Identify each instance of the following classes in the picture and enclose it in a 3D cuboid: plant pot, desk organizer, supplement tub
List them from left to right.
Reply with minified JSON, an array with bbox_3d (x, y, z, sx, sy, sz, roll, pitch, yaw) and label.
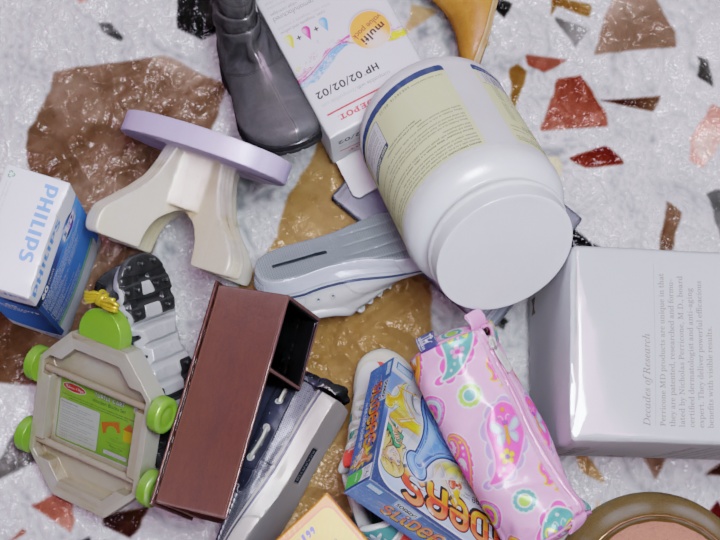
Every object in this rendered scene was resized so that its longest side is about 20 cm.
[{"bbox_3d":[-0.106,0.118,1.223,0.076,0.072,0.202,8,74,27],"label":"desk organizer"},{"bbox_3d":[0.091,-0.078,1.235,0.144,0.146,0.201,-17,44,-6],"label":"supplement tub"},{"bbox_3d":[0.270,0.302,1.282,0.198,0.028,0.202,1,78,-3],"label":"plant pot"}]

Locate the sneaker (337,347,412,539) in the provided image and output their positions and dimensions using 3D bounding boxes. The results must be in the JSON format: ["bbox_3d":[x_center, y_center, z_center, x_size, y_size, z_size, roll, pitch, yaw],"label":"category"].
[{"bbox_3d":[0.019,0.153,1.244,0.070,0.093,0.202,-16,62,21],"label":"sneaker"}]

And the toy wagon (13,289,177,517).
[{"bbox_3d":[-0.228,0.113,1.240,0.154,0.039,0.202,18,106,26],"label":"toy wagon"}]

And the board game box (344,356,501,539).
[{"bbox_3d":[0.081,0.184,1.219,0.199,0.034,0.136,37,41,-22],"label":"board game box"}]

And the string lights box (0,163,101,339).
[{"bbox_3d":[-0.280,-0.011,1.234,0.058,0.200,0.104,17,77,1],"label":"string lights box"}]

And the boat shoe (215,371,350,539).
[{"bbox_3d":[-0.096,0.174,1.278,0.092,0.075,0.201,29,79,22],"label":"boat shoe"}]

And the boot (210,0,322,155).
[{"bbox_3d":[-0.099,-0.199,1.275,0.069,0.133,0.200,-22,41,-15],"label":"boot"}]

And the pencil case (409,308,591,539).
[{"bbox_3d":[0.117,0.137,1.193,0.087,0.087,0.201,-25,81,-8],"label":"pencil case"}]

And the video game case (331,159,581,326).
[{"bbox_3d":[0.092,-0.058,1.355,0.200,0.019,0.143,40,79,5],"label":"video game case"}]

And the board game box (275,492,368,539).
[{"bbox_3d":[-0.037,0.331,1.172,0.200,0.200,0.200,-41,83,-10],"label":"board game box"}]

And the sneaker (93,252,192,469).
[{"bbox_3d":[-0.197,0.085,1.288,0.066,0.090,0.202,-18,98,-39],"label":"sneaker"}]

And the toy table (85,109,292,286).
[{"bbox_3d":[-0.155,-0.065,1.276,0.183,0.199,0.118,21,86,-33],"label":"toy table"}]

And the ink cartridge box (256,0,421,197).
[{"bbox_3d":[-0.003,-0.185,1.340,0.114,0.068,0.201,-27,75,-5],"label":"ink cartridge box"}]

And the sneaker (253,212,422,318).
[{"bbox_3d":[0.000,0.000,1.313,0.198,0.071,0.073,-12,43,-3],"label":"sneaker"}]

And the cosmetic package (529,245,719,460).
[{"bbox_3d":[0.262,0.078,1.252,0.198,0.167,0.168,2,78,-5],"label":"cosmetic package"}]

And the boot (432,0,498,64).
[{"bbox_3d":[0.063,-0.286,1.374,0.142,0.071,0.203,11,67,-5],"label":"boot"}]
